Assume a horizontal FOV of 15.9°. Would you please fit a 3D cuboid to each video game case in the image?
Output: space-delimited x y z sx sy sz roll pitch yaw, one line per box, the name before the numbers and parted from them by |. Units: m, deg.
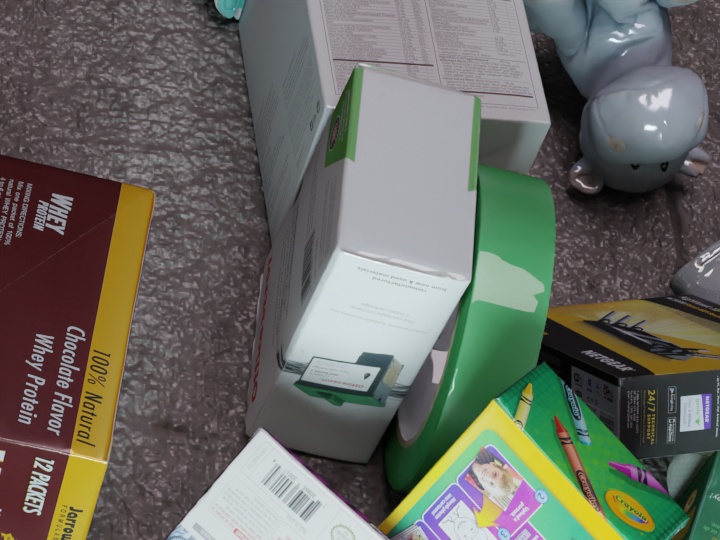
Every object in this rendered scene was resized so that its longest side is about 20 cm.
video game case | -0.039 0.218 1.411 0.200 0.036 0.181 40 88 14

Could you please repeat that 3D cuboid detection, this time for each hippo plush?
hippo plush | 0.160 -0.134 1.748 0.158 0.200 0.162 -2 78 -10

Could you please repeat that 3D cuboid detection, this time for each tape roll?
tape roll | 0.063 0.038 1.535 0.048 0.201 0.201 13 51 -10

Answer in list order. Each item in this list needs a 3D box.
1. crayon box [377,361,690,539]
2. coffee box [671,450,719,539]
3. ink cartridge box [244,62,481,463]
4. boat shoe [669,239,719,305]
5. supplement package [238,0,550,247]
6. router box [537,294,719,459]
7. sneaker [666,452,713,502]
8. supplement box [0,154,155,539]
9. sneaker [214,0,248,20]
crayon box | 0.075 0.161 1.433 0.119 0.200 0.058 47 37 9
coffee box | 0.180 0.211 1.493 0.044 0.123 0.200 26 49 -1
ink cartridge box | 0.000 0.000 1.547 0.084 0.200 0.147 14 51 -10
boat shoe | 0.282 -0.030 1.741 0.071 0.070 0.201 43 56 12
supplement package | 0.017 -0.130 1.680 0.150 0.152 0.201 2 53 -16
router box | 0.181 0.062 1.573 0.156 0.053 0.200 -4 12 -22
sneaker | 0.284 0.154 1.612 0.199 0.071 0.080 24 35 -3
supplement box | -0.236 0.045 1.478 0.199 0.133 0.198 12 51 -8
sneaker | -0.058 -0.259 1.810 0.091 0.078 0.200 37 50 17
